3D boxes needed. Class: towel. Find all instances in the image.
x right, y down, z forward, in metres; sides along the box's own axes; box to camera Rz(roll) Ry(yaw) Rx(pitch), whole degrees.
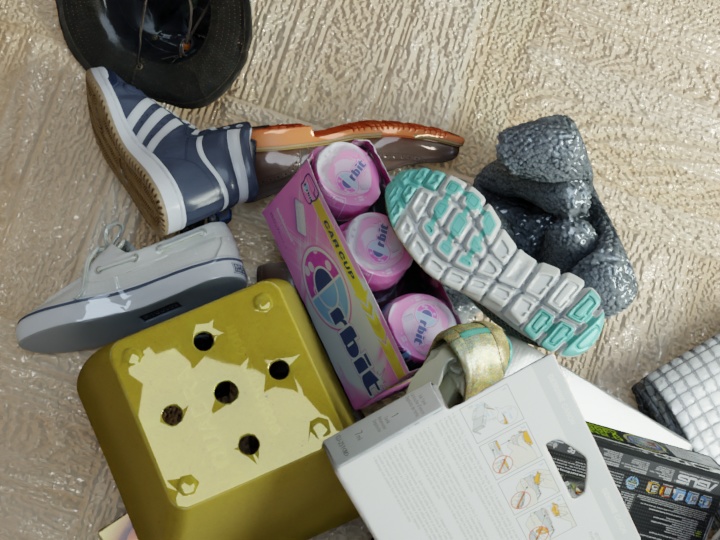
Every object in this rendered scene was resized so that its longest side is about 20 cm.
[{"bbox_3d":[0.353,0.146,1.401,0.166,0.086,0.200,-26,80,-14],"label":"towel"}]

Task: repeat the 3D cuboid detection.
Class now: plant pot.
[{"bbox_3d":[-0.101,0.114,1.242,0.200,0.176,0.200,-22,75,-11],"label":"plant pot"}]

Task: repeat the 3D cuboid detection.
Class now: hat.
[{"bbox_3d":[-0.166,-0.242,1.410,0.201,0.201,0.081,43,35,3],"label":"hat"}]

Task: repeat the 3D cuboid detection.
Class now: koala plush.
[{"bbox_3d":[0.112,-0.027,1.383,0.200,0.184,0.177,-22,98,6],"label":"koala plush"}]

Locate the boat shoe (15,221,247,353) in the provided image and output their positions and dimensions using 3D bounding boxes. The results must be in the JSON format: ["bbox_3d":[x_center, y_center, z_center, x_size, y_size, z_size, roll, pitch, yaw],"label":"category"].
[{"bbox_3d":[-0.199,0.003,1.353,0.202,0.075,0.086,-20,66,10],"label":"boat shoe"}]

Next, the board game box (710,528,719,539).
[{"bbox_3d":[0.337,0.253,1.301,0.151,0.200,0.046,3,46,-21],"label":"board game box"}]

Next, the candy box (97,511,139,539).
[{"bbox_3d":[-0.112,0.265,1.324,0.117,0.056,0.200,-35,85,-14],"label":"candy box"}]

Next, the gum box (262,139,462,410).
[{"bbox_3d":[0.000,0.000,1.316,0.066,0.114,0.200,-21,80,-28],"label":"gum box"}]

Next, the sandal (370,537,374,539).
[{"bbox_3d":[0.044,0.229,1.345,0.075,0.048,0.200,26,98,-28],"label":"sandal"}]

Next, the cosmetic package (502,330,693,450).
[{"bbox_3d":[0.163,0.135,1.343,0.200,0.107,0.090,29,74,-17],"label":"cosmetic package"}]

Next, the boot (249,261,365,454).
[{"bbox_3d":[-0.002,0.084,1.381,0.186,0.064,0.200,7,72,-9],"label":"boot"}]

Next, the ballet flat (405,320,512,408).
[{"bbox_3d":[0.051,0.124,1.242,0.071,0.071,0.200,22,115,-2],"label":"ballet flat"}]

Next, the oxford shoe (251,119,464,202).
[{"bbox_3d":[-0.007,-0.095,1.423,0.200,0.071,0.073,-3,98,-4],"label":"oxford shoe"}]

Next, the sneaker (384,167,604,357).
[{"bbox_3d":[0.095,0.000,1.269,0.200,0.091,0.078,42,79,-2],"label":"sneaker"}]

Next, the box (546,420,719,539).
[{"bbox_3d":[0.169,0.201,1.271,0.200,0.044,0.160,16,100,-11],"label":"box"}]

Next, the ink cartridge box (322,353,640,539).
[{"bbox_3d":[0.091,0.163,1.181,0.174,0.044,0.200,-29,121,-2],"label":"ink cartridge box"}]

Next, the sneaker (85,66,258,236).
[{"bbox_3d":[-0.158,-0.113,1.376,0.108,0.070,0.200,-19,50,-20],"label":"sneaker"}]

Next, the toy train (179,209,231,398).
[{"bbox_3d":[-0.129,0.012,1.390,0.046,0.034,0.200,-2,78,-12],"label":"toy train"}]
